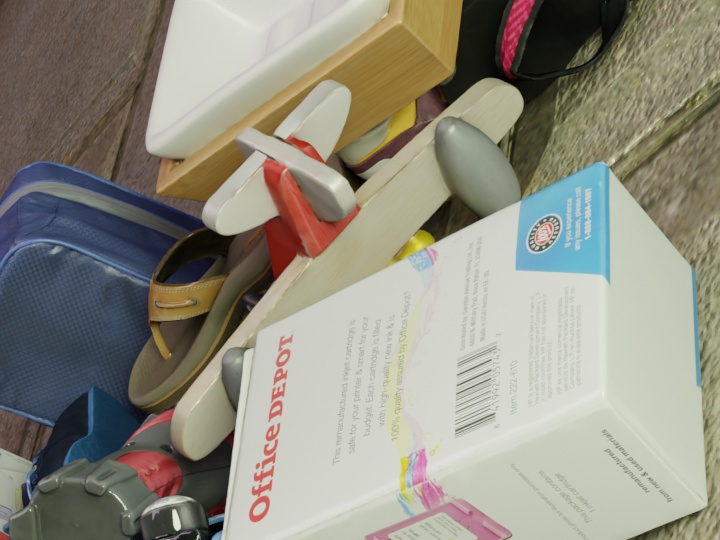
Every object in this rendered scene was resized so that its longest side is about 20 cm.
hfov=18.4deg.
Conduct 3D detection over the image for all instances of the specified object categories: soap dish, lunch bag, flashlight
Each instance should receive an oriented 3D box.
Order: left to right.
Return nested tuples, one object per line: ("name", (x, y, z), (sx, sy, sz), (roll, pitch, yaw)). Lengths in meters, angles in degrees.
("lunch bag", (-0.175, 0.022, 1.463), (0.136, 0.200, 0.132), (-59, 17, 23))
("flashlight", (-0.107, 0.110, 1.132), (0.068, 0.068, 0.200), (-52, -5, 10))
("soap dish", (-0.025, -0.134, 1.220), (0.200, 0.081, 0.157), (-32, 37, 38))

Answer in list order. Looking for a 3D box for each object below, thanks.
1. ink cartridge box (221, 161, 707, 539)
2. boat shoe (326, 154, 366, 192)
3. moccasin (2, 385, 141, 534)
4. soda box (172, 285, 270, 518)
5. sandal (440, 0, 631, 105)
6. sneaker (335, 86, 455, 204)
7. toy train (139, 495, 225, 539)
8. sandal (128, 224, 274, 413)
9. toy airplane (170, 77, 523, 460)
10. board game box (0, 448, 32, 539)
("ink cartridge box", (0.044, 0.063, 0.974), (0.200, 0.085, 0.145), (-25, 37, 27))
("boat shoe", (-0.011, -0.069, 1.377), (0.065, 0.072, 0.200), (-48, 30, 29))
("moccasin", (-0.159, 0.136, 1.288), (0.068, 0.080, 0.200), (-44, 10, 9))
("soda box", (-0.080, 0.111, 1.318), (0.068, 0.064, 0.200), (-28, 38, 56))
("sandal", (0.109, -0.138, 1.177), (0.200, 0.075, 0.045), (-41, 40, 39))
("sneaker", (0.053, -0.139, 1.278), (0.200, 0.090, 0.075), (-64, 20, -5))
("toy train", (-0.052, 0.200, 1.009), (0.087, 0.114, 0.200), (-21, 76, 15))
("sandal", (-0.091, 0.004, 1.306), (0.200, 0.054, 0.080), (-50, 21, 38))
("toy airplane", (0.000, 0.000, 1.141), (0.199, 0.141, 0.200), (-19, -39, -55))
("board game box", (-0.181, 0.188, 1.333), (0.040, 0.153, 0.200), (-57, 20, 16))
